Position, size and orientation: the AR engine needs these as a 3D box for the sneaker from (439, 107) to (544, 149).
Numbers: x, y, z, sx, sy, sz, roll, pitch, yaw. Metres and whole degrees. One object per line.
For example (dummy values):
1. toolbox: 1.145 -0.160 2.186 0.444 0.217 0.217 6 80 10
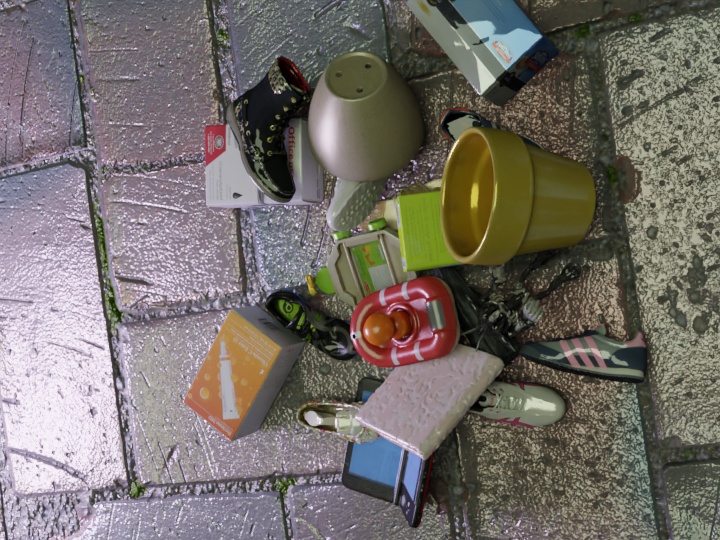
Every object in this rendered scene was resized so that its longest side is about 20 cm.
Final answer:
1. sneaker: 0.210 -0.200 1.545 0.198 0.084 0.076 28 102 19

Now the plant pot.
1. plant pot: 0.241 -0.108 1.455 0.186 0.200 0.204 2 93 -19

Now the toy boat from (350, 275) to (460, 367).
1. toy boat: 0.054 0.089 1.540 0.199 0.130 0.132 -19 82 44

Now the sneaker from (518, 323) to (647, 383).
1. sneaker: 0.351 0.122 1.515 0.197 0.070 0.083 9 79 20

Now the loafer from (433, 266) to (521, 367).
1. loafer: 0.190 0.068 1.579 0.070 0.068 0.202 -29 76 -13

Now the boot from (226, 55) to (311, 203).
1. boot: -0.134 -0.232 1.587 0.153 0.073 0.205 -38 71 37

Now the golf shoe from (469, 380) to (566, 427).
1. golf shoe: 0.229 0.214 1.548 0.197 0.092 0.074 6 94 21

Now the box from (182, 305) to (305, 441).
1. box: -0.209 0.182 1.729 0.124 0.097 0.202 33 104 18

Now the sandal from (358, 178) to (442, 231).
1. sandal: 0.082 -0.104 1.611 0.209 0.069 0.079 -13 87 23

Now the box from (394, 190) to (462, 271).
1. box: 0.160 -0.071 1.557 0.197 0.048 0.124 -7 90 -5

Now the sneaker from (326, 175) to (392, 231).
1. sneaker: -0.006 -0.152 1.619 0.080 0.077 0.201 24 66 24

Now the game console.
1. game console: 0.048 0.302 1.615 0.117 0.172 0.203 9 97 -9

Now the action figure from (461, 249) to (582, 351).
1. action figure: 0.242 0.039 1.500 0.200 0.102 0.119 -41 72 -9

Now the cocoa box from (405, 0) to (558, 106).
1. cocoa box: 0.194 -0.383 1.519 0.131 0.133 0.201 -41 77 18

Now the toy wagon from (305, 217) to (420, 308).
1. toy wagon: 0.000 0.000 1.649 0.197 0.040 0.157 -12 103 24

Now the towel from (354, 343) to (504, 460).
1. towel: 0.107 0.196 1.532 0.200 0.032 0.190 -47 31 -19

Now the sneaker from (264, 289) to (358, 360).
1. sneaker: -0.087 0.099 1.683 0.198 0.083 0.071 31 103 19

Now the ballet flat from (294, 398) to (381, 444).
1. ballet flat: -0.035 0.258 1.644 0.198 0.063 0.077 -5 84 44

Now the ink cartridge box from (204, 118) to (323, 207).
1. ink cartridge box: -0.172 -0.189 1.709 0.197 0.083 0.149 -1 90 24

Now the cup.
1. cup: 0.001 -0.268 1.555 0.197 0.144 0.203 -4 59 7
